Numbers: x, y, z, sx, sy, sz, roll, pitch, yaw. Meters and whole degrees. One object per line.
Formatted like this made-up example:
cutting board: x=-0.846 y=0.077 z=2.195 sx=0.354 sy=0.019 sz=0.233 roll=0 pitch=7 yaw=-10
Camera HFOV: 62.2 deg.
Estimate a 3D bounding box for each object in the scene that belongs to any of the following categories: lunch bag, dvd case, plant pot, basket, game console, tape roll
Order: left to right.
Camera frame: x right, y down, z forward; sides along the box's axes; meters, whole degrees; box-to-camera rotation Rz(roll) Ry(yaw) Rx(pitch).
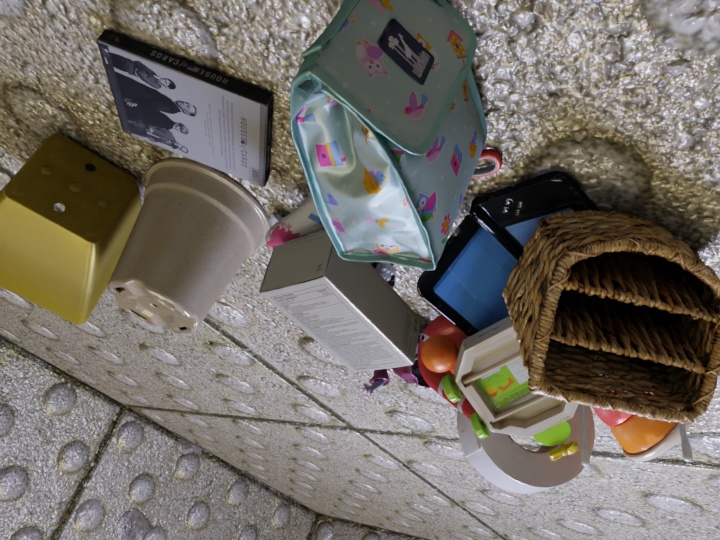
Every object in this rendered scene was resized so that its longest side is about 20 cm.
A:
plant pot: x=-0.442 y=-0.076 z=0.888 sx=0.199 sy=0.202 sz=0.176 roll=31 pitch=139 yaw=-18
plant pot: x=-0.254 y=-0.020 z=0.849 sx=0.198 sy=0.185 sz=0.201 roll=16 pitch=151 yaw=9
dvd case: x=-0.200 y=-0.184 z=0.705 sx=0.197 sy=0.025 sz=0.151 roll=21 pitch=151 yaw=0
lunch bag: x=0.025 y=-0.128 z=0.494 sx=0.120 sy=0.172 sz=0.201 roll=8 pitch=144 yaw=29
tape roll: x=0.250 y=0.232 z=0.913 sx=0.200 sy=0.204 sz=0.071 roll=22 pitch=152 yaw=-1
game console: x=0.197 y=0.012 z=0.672 sx=0.199 sy=0.118 sz=0.175 roll=38 pitch=147 yaw=-28
basket: x=0.262 y=0.040 z=0.588 sx=0.197 sy=0.150 sz=0.144 roll=14 pitch=126 yaw=-10

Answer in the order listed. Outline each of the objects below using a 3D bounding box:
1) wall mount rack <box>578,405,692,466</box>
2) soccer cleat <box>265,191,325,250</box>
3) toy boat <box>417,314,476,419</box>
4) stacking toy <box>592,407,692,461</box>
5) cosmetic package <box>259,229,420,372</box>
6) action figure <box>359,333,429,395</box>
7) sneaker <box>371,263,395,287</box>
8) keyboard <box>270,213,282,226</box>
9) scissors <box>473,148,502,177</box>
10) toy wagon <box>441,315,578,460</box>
wall mount rack: x=0.324 y=0.141 z=0.740 sx=0.198 sy=0.177 sz=0.074 roll=-12 pitch=179 yaw=28
soccer cleat: x=-0.040 y=-0.076 z=0.729 sx=0.198 sy=0.088 sz=0.070 roll=-9 pitch=-178 yaw=34
toy boat: x=0.138 y=0.125 z=0.833 sx=0.130 sy=0.132 sz=0.200 roll=23 pitch=-177 yaw=-28
stacking toy: x=0.347 y=0.146 z=0.824 sx=0.199 sy=0.146 sz=0.147 roll=39 pitch=152 yaw=8
cosmetic package: x=-0.018 y=0.045 z=0.736 sx=0.102 sy=0.074 sz=0.200 roll=-12 pitch=137 yaw=32
action figure: x=0.053 y=0.131 z=1.021 sx=0.147 sy=0.136 sz=0.199 roll=-12 pitch=-175 yaw=-33
sneaker: x=0.000 y=0.000 z=0.843 sx=0.080 sy=0.075 sz=0.201 roll=25 pitch=152 yaw=23
keyboard: x=-0.058 y=-0.001 z=0.847 sx=0.200 sy=0.011 sz=0.056 roll=47 pitch=160 yaw=0
scissors: x=0.054 y=-0.122 z=0.648 sx=0.198 sy=0.014 sz=0.073 roll=-1 pitch=144 yaw=33
toy wagon: x=0.199 y=0.148 z=0.718 sx=0.154 sy=0.040 sz=0.201 roll=-30 pitch=113 yaw=19
